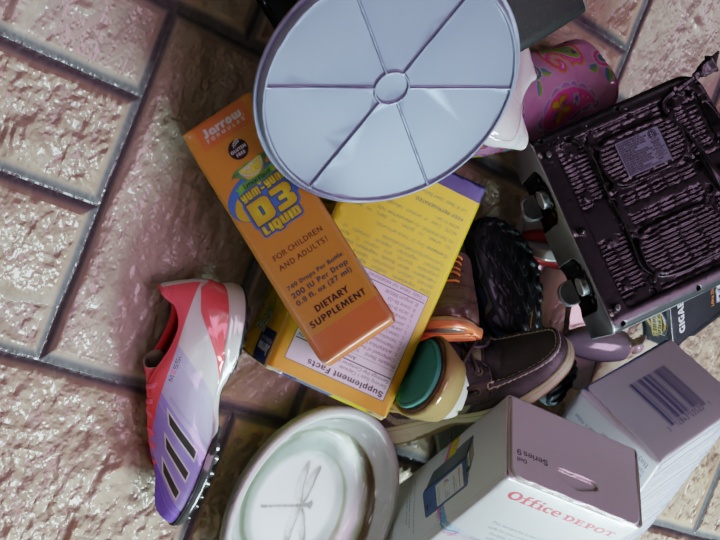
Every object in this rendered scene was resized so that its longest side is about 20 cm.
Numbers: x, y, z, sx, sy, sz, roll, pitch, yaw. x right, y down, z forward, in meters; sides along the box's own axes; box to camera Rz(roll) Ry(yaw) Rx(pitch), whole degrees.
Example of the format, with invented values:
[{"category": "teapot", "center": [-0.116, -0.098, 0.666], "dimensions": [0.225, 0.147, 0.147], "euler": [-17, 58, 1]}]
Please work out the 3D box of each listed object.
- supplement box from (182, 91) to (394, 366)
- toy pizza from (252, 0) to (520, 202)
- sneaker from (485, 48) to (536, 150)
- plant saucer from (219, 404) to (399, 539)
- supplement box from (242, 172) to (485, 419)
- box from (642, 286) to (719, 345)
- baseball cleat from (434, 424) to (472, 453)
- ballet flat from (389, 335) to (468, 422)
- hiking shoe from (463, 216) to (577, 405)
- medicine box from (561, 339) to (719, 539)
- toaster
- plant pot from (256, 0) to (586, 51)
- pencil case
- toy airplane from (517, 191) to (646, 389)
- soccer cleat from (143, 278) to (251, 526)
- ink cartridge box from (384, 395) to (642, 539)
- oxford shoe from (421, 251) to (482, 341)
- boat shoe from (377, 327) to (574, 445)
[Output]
[{"category": "supplement box", "center": [-0.053, -0.030, 1.202], "dimensions": [0.066, 0.201, 0.069], "euler": [-33, 174, 1]}, {"category": "toy pizza", "center": [0.017, -0.136, 1.137], "dimensions": [0.198, 0.032, 0.202], "euler": [-12, 130, -14]}, {"category": "sneaker", "center": [0.110, -0.191, 1.330], "dimensions": [0.088, 0.075, 0.202], "euler": [21, 63, -34]}, {"category": "plant saucer", "center": [-0.053, 0.206, 1.397], "dimensions": [0.199, 0.050, 0.203], "euler": [-19, 118, -39]}, {"category": "supplement box", "center": [0.000, 0.000, 1.297], "dimensions": [0.108, 0.109, 0.202], "euler": [25, 88, -15]}, {"category": "box", "center": [0.369, -0.049, 1.708], "dimensions": [0.198, 0.049, 0.202], "euler": [-33, 126, -32]}, {"category": "baseball cleat", "center": [0.110, 0.147, 1.532], "dimensions": [0.106, 0.069, 0.202], "euler": [-31, 132, -48]}, {"category": "ballet flat", "center": [0.055, 0.090, 1.302], "dimensions": [0.063, 0.200, 0.069], "euler": [25, 83, -15]}, {"category": "hiking shoe", "center": [0.125, 0.041, 1.478], "dimensions": [0.074, 0.086, 0.202], "euler": [-46, 124, -38]}, {"category": "medicine box", "center": [0.246, 0.191, 1.570], "dimensions": [0.181, 0.103, 0.201], "euler": [-21, 148, -50]}, {"category": "toaster", "center": [0.249, -0.059, 1.413], "dimensions": [0.198, 0.119, 0.182], "euler": [-24, 86, -11]}, {"category": "plant pot", "center": [0.014, -0.238, 1.197], "dimensions": [0.177, 0.200, 0.200], "euler": [-41, 132, -7]}, {"category": "pencil case", "center": [0.136, -0.150, 1.418], "dimensions": [0.199, 0.087, 0.088], "euler": [-19, 119, -39]}, {"category": "toy airplane", "center": [0.235, -0.014, 1.522], "dimensions": [0.199, 0.140, 0.201], "euler": [-45, 132, -21]}, {"category": "soccer cleat", "center": [-0.143, 0.102, 1.268], "dimensions": [0.072, 0.068, 0.202], "euler": [10, 104, -21]}, {"category": "ink cartridge box", "center": [0.132, 0.212, 1.424], "dimensions": [0.144, 0.200, 0.088], "euler": [23, 48, -21]}, {"category": "oxford shoe", "center": [0.066, 0.021, 1.371], "dimensions": [0.070, 0.200, 0.074], "euler": [2, 93, -1]}, {"category": "boat shoe", "center": [0.087, 0.092, 1.411], "dimensions": [0.066, 0.199, 0.072], "euler": [55, 23, -33]}]
